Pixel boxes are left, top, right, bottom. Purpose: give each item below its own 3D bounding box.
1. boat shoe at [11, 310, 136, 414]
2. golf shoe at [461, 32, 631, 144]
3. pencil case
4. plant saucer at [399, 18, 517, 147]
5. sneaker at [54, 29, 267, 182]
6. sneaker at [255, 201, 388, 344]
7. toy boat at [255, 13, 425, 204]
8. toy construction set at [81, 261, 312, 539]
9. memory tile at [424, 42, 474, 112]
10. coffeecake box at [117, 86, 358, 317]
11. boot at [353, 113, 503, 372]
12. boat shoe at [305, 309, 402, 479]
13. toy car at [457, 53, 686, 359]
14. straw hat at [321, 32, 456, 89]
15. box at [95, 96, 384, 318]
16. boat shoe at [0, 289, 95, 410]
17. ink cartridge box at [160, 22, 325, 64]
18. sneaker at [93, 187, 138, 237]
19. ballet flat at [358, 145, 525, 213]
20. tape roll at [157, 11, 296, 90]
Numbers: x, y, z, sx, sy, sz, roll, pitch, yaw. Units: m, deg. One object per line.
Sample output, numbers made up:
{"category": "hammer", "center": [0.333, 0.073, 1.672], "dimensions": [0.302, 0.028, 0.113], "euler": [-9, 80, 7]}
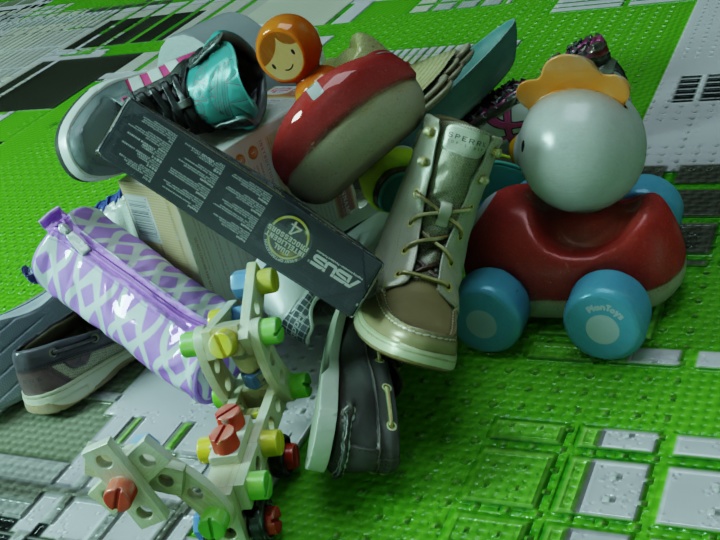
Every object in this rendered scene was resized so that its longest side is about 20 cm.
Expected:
{"category": "boat shoe", "center": [-0.218, 0.044, 0.922], "dimensions": [0.071, 0.066, 0.200], "euler": [8, 35, 36]}
{"category": "golf shoe", "center": [0.179, -0.155, 1.085], "dimensions": [0.198, 0.093, 0.073], "euler": [-24, 19, 37]}
{"category": "pencil case", "center": [-0.172, 0.022, 0.846], "dimensions": [0.198, 0.086, 0.084], "euler": [32, 59, 19]}
{"category": "plant saucer", "center": [0.101, -0.190, 1.151], "dimensions": [0.200, 0.036, 0.200], "euler": [-42, 10, 9]}
{"category": "sneaker", "center": [-0.144, -0.135, 0.868], "dimensions": [0.119, 0.085, 0.200], "euler": [-8, 24, 40]}
{"category": "sneaker", "center": [0.000, 0.000, 0.909], "dimensions": [0.198, 0.077, 0.080], "euler": [-28, 55, -32]}
{"category": "toy boat", "center": [-0.031, -0.140, 0.826], "dimensions": [0.130, 0.131, 0.200], "euler": [-40, 14, 6]}
{"category": "toy construction set", "center": [-0.091, 0.099, 0.692], "dimensions": [0.091, 0.133, 0.200], "euler": [0, 31, 26]}
{"category": "memory tile", "center": [0.033, -0.155, 1.115], "dimensions": [0.199, 0.017, 0.154], "euler": [-36, 12, 31]}
{"category": "coffeecake box", "center": [-0.096, -0.053, 0.943], "dimensions": [0.072, 0.156, 0.199], "euler": [9, 36, 41]}
{"category": "boot", "center": [0.053, -0.027, 0.754], "dimensions": [0.071, 0.157, 0.200], "euler": [19, 16, -8]}
{"category": "boat shoe", "center": [0.000, 0.081, 0.755], "dimensions": [0.060, 0.073, 0.202], "euler": [11, 24, -2]}
{"category": "toy car", "center": [0.151, -0.069, 0.807], "dimensions": [0.174, 0.203, 0.185], "euler": [2, 31, 27]}
{"category": "straw hat", "center": [0.004, -0.200, 1.115], "dimensions": [0.201, 0.085, 0.201], "euler": [-41, 11, 9]}
{"category": "box", "center": [-0.083, -0.047, 0.757], "dimensions": [0.050, 0.198, 0.161], "euler": [-57, 9, 0]}
{"category": "boat shoe", "center": [-0.295, 0.066, 0.935], "dimensions": [0.062, 0.073, 0.200], "euler": [-22, 13, 44]}
{"category": "ink cartridge box", "center": [-0.127, -0.206, 1.243], "dimensions": [0.198, 0.148, 0.084], "euler": [15, 41, 43]}
{"category": "sneaker", "center": [-0.220, -0.079, 1.091], "dimensions": [0.196, 0.117, 0.081], "euler": [-6, 28, 15]}
{"category": "ballet flat", "center": [0.080, -0.082, 0.935], "dimensions": [0.197, 0.068, 0.067], "euler": [1, 32, -32]}
{"category": "tape roll", "center": [-0.128, -0.157, 1.099], "dimensions": [0.066, 0.203, 0.199], "euler": [-31, 32, -28]}
